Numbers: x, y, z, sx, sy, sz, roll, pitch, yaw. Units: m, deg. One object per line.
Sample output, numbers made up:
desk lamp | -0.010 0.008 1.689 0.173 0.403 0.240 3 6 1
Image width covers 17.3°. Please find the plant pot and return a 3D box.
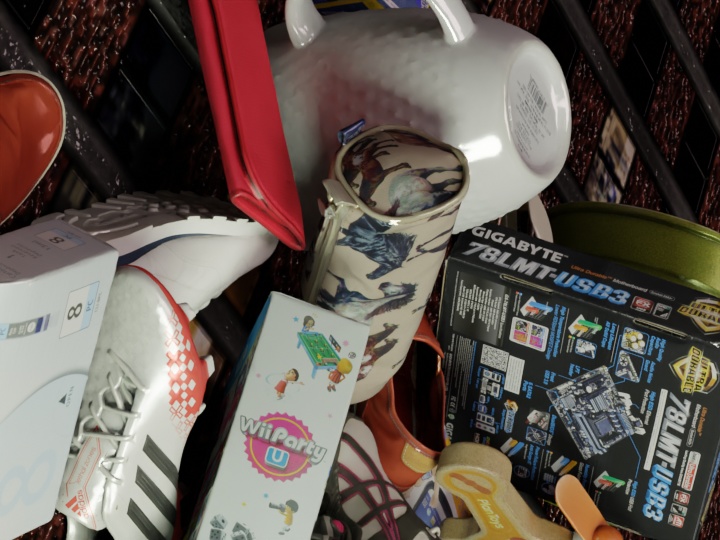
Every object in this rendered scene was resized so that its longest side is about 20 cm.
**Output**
plant pot | 0.197 0.080 1.724 0.200 0.200 0.193 41 64 -49

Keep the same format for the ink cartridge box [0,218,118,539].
ink cartridge box | -0.203 0.072 1.124 0.200 0.047 0.160 -26 138 -59

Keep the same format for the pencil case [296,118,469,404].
pencil case | 0.000 0.000 1.408 0.200 0.089 0.078 109 -30 -49

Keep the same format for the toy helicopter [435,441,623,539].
toy helicopter | 0.106 0.167 1.513 0.200 0.132 0.079 57 42 -50

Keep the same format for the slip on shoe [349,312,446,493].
slip on shoe | 0.025 0.048 1.525 0.074 0.061 0.200 26 50 -39

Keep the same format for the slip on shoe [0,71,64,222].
slip on shoe | -0.201 -0.041 1.179 0.200 0.061 0.074 -47 124 -52

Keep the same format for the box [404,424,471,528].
box | 0.011 0.189 1.533 0.200 0.041 0.119 -46 125 -53

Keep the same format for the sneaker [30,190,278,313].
sneaker | -0.117 0.003 1.328 0.200 0.076 0.081 -14 110 -54

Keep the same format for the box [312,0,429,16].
box | 0.014 -0.248 1.561 0.070 0.064 0.200 37 57 -51

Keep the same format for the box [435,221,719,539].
box | 0.146 0.077 1.550 0.200 0.198 0.050 94 18 -45

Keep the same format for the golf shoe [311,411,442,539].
golf shoe | 0.002 0.156 1.395 0.200 0.088 0.077 -86 -166 -62

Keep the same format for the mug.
mug | 0.025 -0.111 1.457 0.148 0.175 0.200 -57 133 -45

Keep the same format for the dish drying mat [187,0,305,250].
dish drying mat | -0.068 -0.110 1.382 0.077 0.018 0.200 40 31 -52

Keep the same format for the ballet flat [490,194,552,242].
ballet flat | 0.104 0.011 1.677 0.068 0.067 0.200 7 81 -58

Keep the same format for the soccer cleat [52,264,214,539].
soccer cleat | -0.129 0.089 1.248 0.085 0.069 0.200 -34 142 -42

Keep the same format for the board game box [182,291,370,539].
board game box | -0.061 0.135 1.327 0.148 0.064 0.200 119 -11 -62
